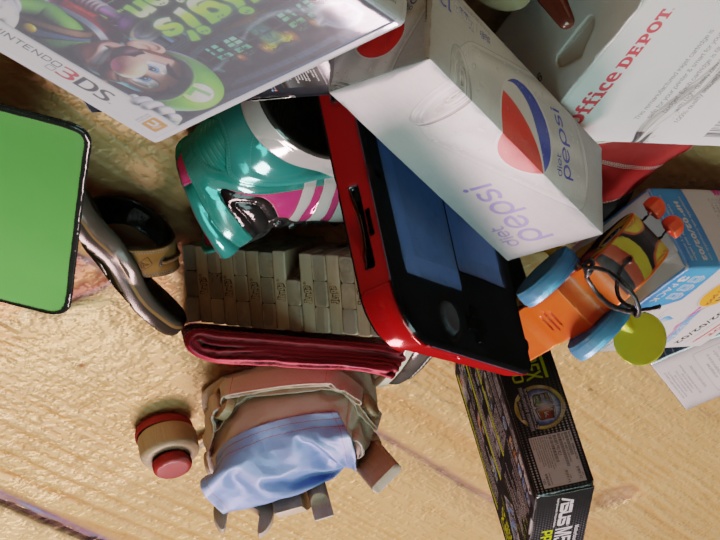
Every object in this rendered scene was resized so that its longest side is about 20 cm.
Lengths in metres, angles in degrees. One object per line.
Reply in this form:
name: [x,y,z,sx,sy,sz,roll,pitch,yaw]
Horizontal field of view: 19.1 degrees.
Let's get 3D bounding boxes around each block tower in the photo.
block tower: [-0.025,0.009,1.384,0.200,0.054,0.058,3,-167,31]

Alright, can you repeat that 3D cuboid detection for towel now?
towel: [-0.050,0.052,1.450,0.145,0.023,0.200,6,179,-5]

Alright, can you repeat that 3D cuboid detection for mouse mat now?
mouse mat: [-0.248,-0.045,1.297,0.161,0.008,0.200,15,145,-2]

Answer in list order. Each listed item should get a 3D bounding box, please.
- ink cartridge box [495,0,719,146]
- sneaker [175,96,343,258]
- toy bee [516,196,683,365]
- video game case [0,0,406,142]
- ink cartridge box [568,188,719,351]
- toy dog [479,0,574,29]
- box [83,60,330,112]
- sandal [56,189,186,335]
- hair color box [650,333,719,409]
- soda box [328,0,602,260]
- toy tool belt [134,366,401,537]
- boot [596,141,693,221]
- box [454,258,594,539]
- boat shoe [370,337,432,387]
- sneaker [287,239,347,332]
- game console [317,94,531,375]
ink cartridge box: [0.205,-0.150,1.299,0.200,0.084,0.145,0,147,-30]
sneaker: [-0.048,-0.051,1.359,0.121,0.084,0.200,-28,149,25]
toy bee: [0.164,0.007,1.400,0.109,0.200,0.131,-45,116,-23]
video game case: [-0.108,-0.143,1.115,0.200,0.023,0.182,-21,142,40]
ink cartridge box: [0.237,0.000,1.527,0.200,0.068,0.115,-1,149,-48]
toy dog: [0.049,-0.179,1.189,0.200,0.096,0.132,-8,147,-12]
box: [-0.108,-0.160,1.157,0.159,0.046,0.200,-3,151,17]
sandal: [-0.152,-0.024,1.383,0.055,0.082,0.200,-37,140,-6]
hair color box: [0.321,0.029,1.655,0.200,0.061,0.100,-24,147,14]
soda box: [0.064,-0.084,1.215,0.068,0.063,0.200,-16,144,29]
toy tool belt: [-0.072,0.140,1.603,0.200,0.123,0.125,-23,147,12]
boot: [0.122,-0.079,1.401,0.200,0.072,0.144,6,144,-35]
box: [0.117,0.113,1.570,0.044,0.200,0.160,-11,147,-7]
boat shoe: [0.057,0.017,1.517,0.061,0.072,0.201,3,141,-20]
sneaker: [0.000,0.000,1.443,0.200,0.073,0.077,1,122,23]
game console: [0.041,-0.040,1.281,0.031,0.200,0.177,-21,161,29]
